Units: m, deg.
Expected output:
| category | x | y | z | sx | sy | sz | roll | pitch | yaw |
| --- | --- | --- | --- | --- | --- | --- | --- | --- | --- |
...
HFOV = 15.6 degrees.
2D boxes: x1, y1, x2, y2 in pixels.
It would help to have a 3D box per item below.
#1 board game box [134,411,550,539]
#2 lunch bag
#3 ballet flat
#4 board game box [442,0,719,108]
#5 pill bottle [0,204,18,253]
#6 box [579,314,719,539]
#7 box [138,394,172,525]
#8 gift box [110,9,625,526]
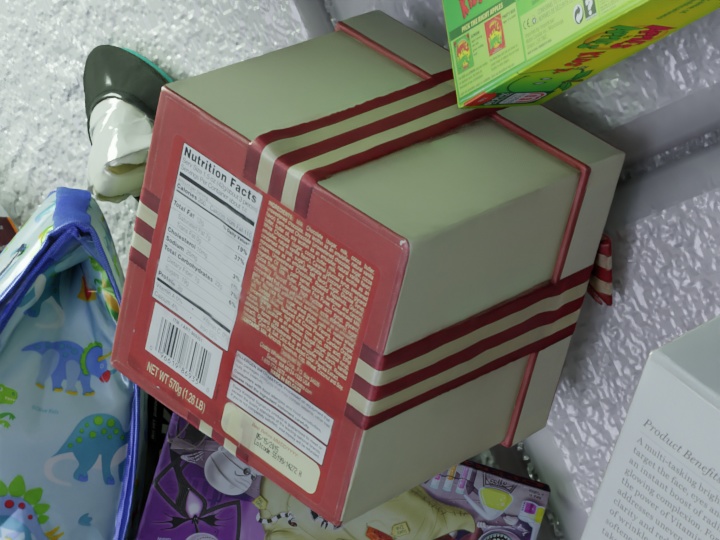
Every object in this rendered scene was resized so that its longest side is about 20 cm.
| category | x | y | z | sx | sy | sz | roll | pitch | yaw |
| --- | --- | --- | --- | --- | --- | --- | --- | --- | --- |
| board game box | -0.013 | 0.139 | 1.359 | 0.199 | 0.032 | 0.121 | 17 | 96 | 3 |
| lunch bag | -0.170 | 0.060 | 1.412 | 0.170 | 0.127 | 0.201 | -134 | 55 | -79 |
| ballet flat | -0.102 | -0.048 | 1.436 | 0.200 | 0.068 | 0.068 | 46 | 134 | 20 |
| board game box | 0.101 | -0.146 | 1.160 | 0.200 | 0.047 | 0.102 | -26 | 70 | 61 |
| pill bottle | -0.237 | 0.029 | 1.566 | 0.113 | 0.113 | 0.200 | -38 | 80 | 45 |
| box | 0.182 | 0.117 | 1.176 | 0.106 | 0.152 | 0.201 | 37 | 129 | 27 |
| box | -0.052 | 0.122 | 1.478 | 0.159 | 0.049 | 0.201 | 30 | 126 | 34 |
| gift box | 0.000 | 0.000 | 1.273 | 0.184 | 0.186 | 0.201 | 37 | 128 | 26 |
